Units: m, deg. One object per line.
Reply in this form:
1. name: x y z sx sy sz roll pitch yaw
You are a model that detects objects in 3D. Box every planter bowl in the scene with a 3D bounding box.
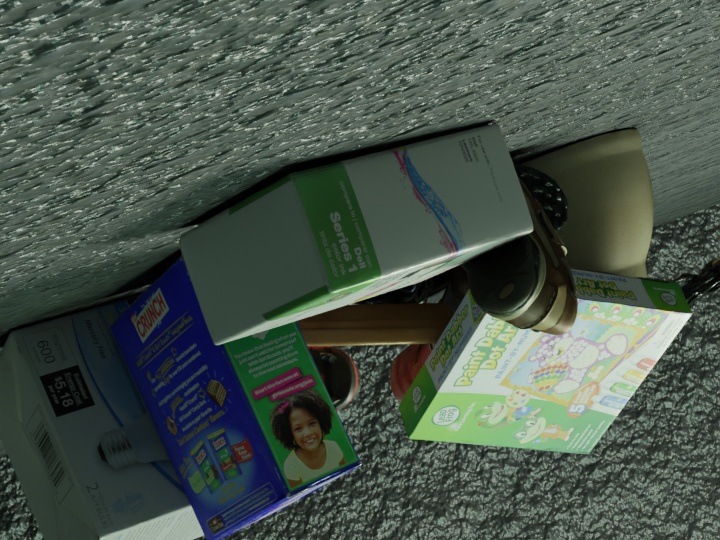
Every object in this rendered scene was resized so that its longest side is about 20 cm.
1. planter bowl: 0.189 -0.030 1.575 0.199 0.136 0.200 -20 174 -2

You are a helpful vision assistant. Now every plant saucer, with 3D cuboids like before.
1. plant saucer: 0.001 0.049 1.556 0.198 0.038 0.200 0 178 0

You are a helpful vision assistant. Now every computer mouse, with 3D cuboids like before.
1. computer mouse: 0.253 0.042 1.580 0.199 0.044 0.110 -19 175 -18

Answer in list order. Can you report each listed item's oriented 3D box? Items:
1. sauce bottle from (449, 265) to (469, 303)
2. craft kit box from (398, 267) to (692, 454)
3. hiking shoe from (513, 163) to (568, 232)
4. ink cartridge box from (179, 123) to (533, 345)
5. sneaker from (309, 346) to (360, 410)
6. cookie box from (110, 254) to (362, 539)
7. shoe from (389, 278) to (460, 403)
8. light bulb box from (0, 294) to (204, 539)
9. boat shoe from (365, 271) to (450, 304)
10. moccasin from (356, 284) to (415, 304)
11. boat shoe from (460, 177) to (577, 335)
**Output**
1. sauce bottle: 0.133 0.029 1.661 0.065 0.200 0.065 -39 177 -3
2. craft kit box: 0.161 0.079 1.500 0.196 0.049 0.201 9 132 -23
3. hiking shoe: 0.074 -0.046 1.419 0.198 0.075 0.087 -8 178 -15
4. ink cartridge box: -0.001 -0.026 1.174 0.199 0.085 0.144 -17 175 -41
5. sneaker: -0.088 0.107 1.618 0.199 0.072 0.098 -3 176 18
6. cookie box: -0.103 0.095 1.344 0.075 0.201 0.171 -21 171 -33
7. shoe: 0.089 0.063 1.720 0.091 0.071 0.200 -42 -171 31
8. light bulb box: -0.192 0.137 1.469 0.199 0.199 0.125 -17 161 -33
9. boat shoe: 0.053 0.006 1.737 0.061 0.075 0.200 23 -166 21
10. moccasin: 0.000 0.000 1.585 0.080 0.069 0.200 -22 175 30
11. boat shoe: 0.114 -0.015 1.269 0.076 0.074 0.201 -46 -154 22
